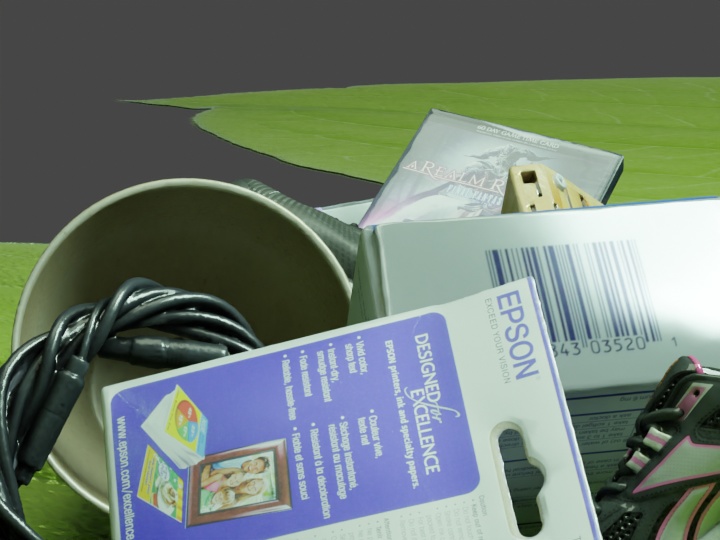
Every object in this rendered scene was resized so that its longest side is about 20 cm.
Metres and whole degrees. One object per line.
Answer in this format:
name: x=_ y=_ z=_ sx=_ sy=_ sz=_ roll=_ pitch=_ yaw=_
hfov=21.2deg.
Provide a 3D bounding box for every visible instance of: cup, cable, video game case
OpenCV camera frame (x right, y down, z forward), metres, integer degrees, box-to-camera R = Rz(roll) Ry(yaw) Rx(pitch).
cup: x=-0.107 y=0.060 z=1.139 sx=0.199 sy=0.201 sz=0.143 roll=-6 pitch=-10 yaw=-13
cable: x=-0.121 y=0.093 z=1.014 sx=0.199 sy=0.164 sz=0.051 roll=-29 pitch=-7 yaw=-25
video game case: x=0.073 y=-0.023 z=1.257 sx=0.142 sy=0.019 sz=0.200 roll=16 pitch=50 yaw=19

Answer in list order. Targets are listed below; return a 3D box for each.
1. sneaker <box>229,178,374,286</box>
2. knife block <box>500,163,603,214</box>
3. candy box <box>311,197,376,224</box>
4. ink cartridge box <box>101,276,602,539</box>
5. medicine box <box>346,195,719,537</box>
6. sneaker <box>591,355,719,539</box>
sneaker: x=0.000 y=0.000 z=1.185 sx=0.090 sy=0.067 sz=0.200 roll=-34 pitch=58 yaw=-30
knife block: x=0.097 y=0.043 z=1.098 sx=0.175 sy=0.064 sz=0.200 roll=-35 pitch=-43 yaw=26
candy box: x=-0.022 y=-0.003 z=1.498 sx=0.167 sy=0.072 sz=0.200 roll=-11 pitch=-5 yaw=-30
ink cartridge box: x=-0.002 y=0.112 z=0.784 sx=0.199 sy=0.043 sz=0.199 roll=-15 pitch=51 yaw=6
medicine box: x=0.087 y=0.063 z=0.969 sx=0.181 sy=0.103 sz=0.200 roll=-5 pitch=-30 yaw=-9
sneaker: x=0.140 y=0.082 z=0.819 sx=0.199 sy=0.087 sz=0.080 roll=-28 pitch=2 yaw=-1
